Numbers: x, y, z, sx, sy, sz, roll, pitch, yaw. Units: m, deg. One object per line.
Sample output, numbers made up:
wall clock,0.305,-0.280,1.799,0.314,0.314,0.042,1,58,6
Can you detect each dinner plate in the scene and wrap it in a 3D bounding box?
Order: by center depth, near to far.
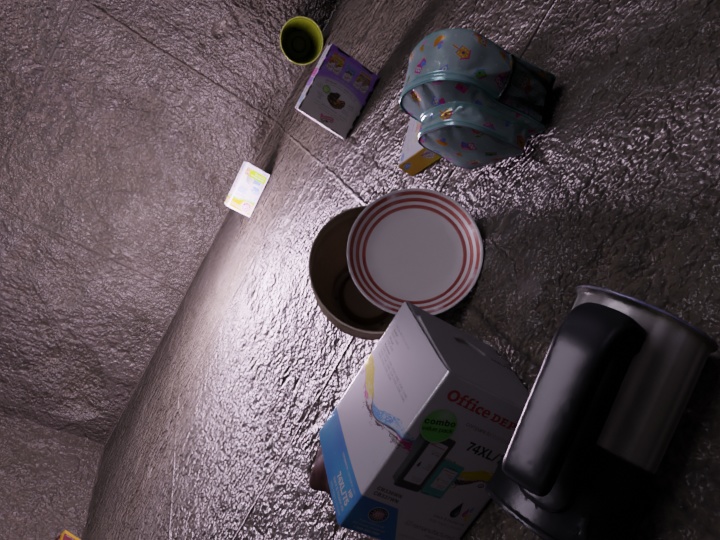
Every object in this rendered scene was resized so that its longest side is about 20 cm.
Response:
dinner plate,0.078,-0.026,0.815,0.024,0.195,0.204,80,-155,-65

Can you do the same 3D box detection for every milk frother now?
milk frother,0.215,0.133,0.416,0.197,0.180,0.191,25,88,24

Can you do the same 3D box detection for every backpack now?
backpack,0.155,-0.247,0.823,0.175,0.197,0.156,0,65,63

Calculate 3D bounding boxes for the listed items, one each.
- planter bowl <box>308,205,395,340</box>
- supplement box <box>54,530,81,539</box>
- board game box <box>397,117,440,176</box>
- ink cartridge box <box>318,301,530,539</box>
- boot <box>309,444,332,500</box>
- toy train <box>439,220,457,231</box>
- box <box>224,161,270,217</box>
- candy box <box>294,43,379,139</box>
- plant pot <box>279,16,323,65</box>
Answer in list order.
planter bowl,0.016,0.021,0.886,0.135,0.196,0.204,102,-176,-66
supplement box,-1.192,1.181,2.201,0.199,0.133,0.198,-40,25,1
board game box,0.156,-0.285,1.061,0.199,0.040,0.156,-25,44,56
ink cartridge box,0.071,0.173,0.627,0.202,0.145,0.147,-57,23,14
boot,-0.013,0.237,0.830,0.165,0.071,0.204,-12,58,59
toy train,0.090,-0.068,0.926,0.198,0.042,0.057,-2,44,50
box,-0.479,-0.342,2.381,0.203,0.111,0.101,-63,25,2
candy box,-0.068,-0.506,1.609,0.203,0.166,0.072,-59,23,8
plant pot,-0.282,-1.062,2.632,0.203,0.198,0.193,-59,18,9
